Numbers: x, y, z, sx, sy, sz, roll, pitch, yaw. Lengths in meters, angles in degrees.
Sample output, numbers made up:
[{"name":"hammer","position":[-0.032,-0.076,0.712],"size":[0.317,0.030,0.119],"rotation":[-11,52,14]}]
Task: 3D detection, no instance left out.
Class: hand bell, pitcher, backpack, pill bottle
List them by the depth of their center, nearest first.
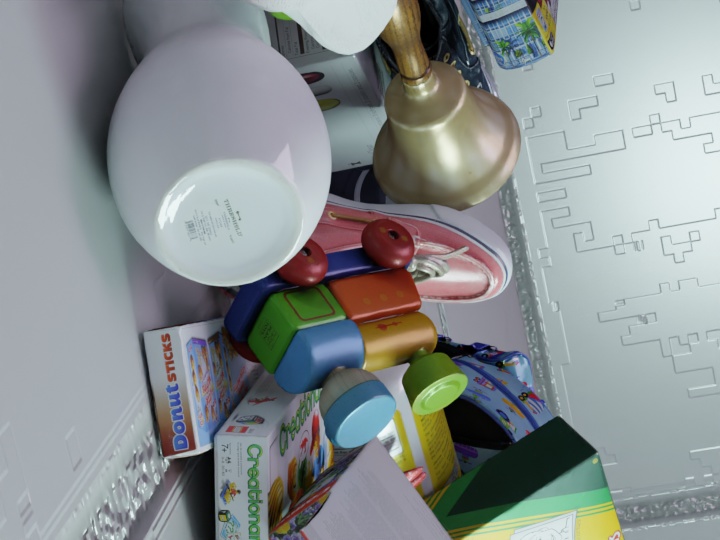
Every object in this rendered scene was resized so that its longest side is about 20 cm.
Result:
[{"name":"pitcher","position":[-0.074,-0.063,1.103],"size":[0.200,0.121,0.172],"rotation":[-104,173,-54]},{"name":"hand bell","position":[0.032,-0.131,1.250],"size":[0.200,0.104,0.105],"rotation":[62,20,-56]},{"name":"pill bottle","position":[0.002,0.102,1.388],"size":[0.113,0.112,0.201],"rotation":[-87,164,-53]},{"name":"backpack","position":[0.091,0.148,1.540],"size":[0.134,0.199,0.184],"rotation":[-24,109,-36]}]

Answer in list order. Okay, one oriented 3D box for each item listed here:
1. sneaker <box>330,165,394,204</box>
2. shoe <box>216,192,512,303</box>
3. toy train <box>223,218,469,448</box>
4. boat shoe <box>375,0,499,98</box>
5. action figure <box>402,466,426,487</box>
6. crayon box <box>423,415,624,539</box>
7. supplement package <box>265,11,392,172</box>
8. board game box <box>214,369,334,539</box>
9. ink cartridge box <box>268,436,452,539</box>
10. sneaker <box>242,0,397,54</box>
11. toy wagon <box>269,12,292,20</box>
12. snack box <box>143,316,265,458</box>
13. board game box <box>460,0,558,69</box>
[{"name":"sneaker","position":[-0.003,-0.101,1.573],"size":[0.070,0.108,0.201],"rotation":[57,25,-68]},{"name":"shoe","position":[0.000,0.000,1.279],"size":[0.091,0.199,0.072],"rotation":[-79,-175,-53]},{"name":"toy train","position":[0.027,0.036,1.179],"size":[0.116,0.199,0.085],"rotation":[54,-47,27]},{"name":"boat shoe","position":[0.048,-0.142,1.387],"size":[0.091,0.070,0.201],"rotation":[-82,153,-60]},{"name":"action figure","position":[0.086,0.221,1.285],"size":[0.065,0.098,0.201],"rotation":[56,16,-78]},{"name":"crayon box","position":[0.109,0.230,1.415],"size":[0.058,0.172,0.201],"rotation":[43,-20,50]},{"name":"supplement package","position":[-0.044,-0.173,1.397],"size":[0.200,0.110,0.157],"rotation":[52,29,-69]},{"name":"board game box","position":[-0.050,0.129,1.197],"size":[0.200,0.034,0.127],"rotation":[-55,146,-73]},{"name":"ink cartridge box","position":[0.003,0.172,1.116],"size":[0.109,0.050,0.200],"rotation":[54,16,0]},{"name":"sneaker","position":[-0.055,-0.189,1.098],"size":[0.088,0.075,0.200],"rotation":[43,1,28]},{"name":"toy wagon","position":[-0.061,-0.236,1.250],"size":[0.199,0.039,0.156],"rotation":[8,68,-38]},{"name":"snack box","position":[-0.086,0.065,1.169],"size":[0.200,0.024,0.072],"rotation":[-6,88,-80]},{"name":"board game box","position":[0.067,-0.252,1.344],"size":[0.200,0.061,0.200],"rotation":[61,17,-17]}]
